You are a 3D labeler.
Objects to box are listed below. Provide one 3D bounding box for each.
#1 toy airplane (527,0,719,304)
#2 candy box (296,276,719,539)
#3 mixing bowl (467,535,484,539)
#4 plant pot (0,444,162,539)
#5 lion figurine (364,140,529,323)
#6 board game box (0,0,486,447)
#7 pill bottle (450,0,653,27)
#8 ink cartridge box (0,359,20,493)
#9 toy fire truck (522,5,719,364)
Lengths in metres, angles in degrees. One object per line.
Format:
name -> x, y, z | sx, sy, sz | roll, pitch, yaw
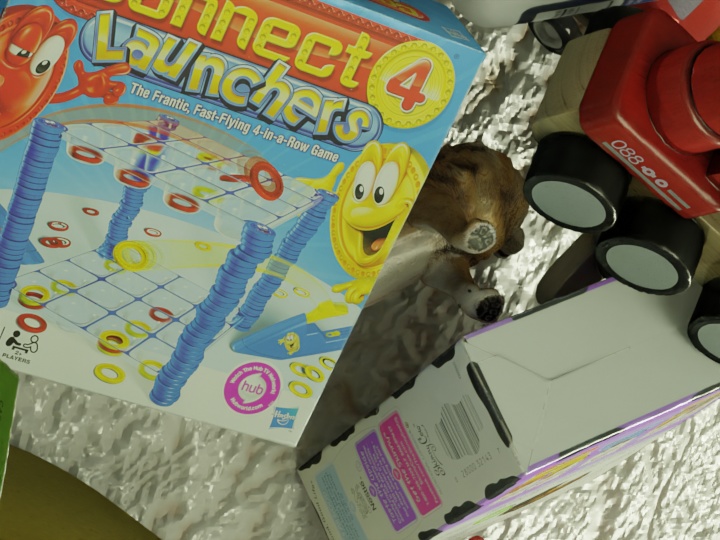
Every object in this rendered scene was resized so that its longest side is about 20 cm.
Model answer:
toy airplane -> 0.181, -0.070, 1.168 | 0.198, 0.141, 0.202 | 1, 108, -43
candy box -> 0.085, 0.073, 1.132 | 0.167, 0.072, 0.200 | -20, 167, -32
mixing bowl -> 0.074, 0.252, 1.199 | 0.200, 0.108, 0.202 | 20, 90, -74
plant pot -> -0.149, 0.188, 1.005 | 0.199, 0.195, 0.195 | 10, 105, -51
lion figurine -> 0.000, 0.000, 1.098 | 0.199, 0.123, 0.073 | -21, 117, -11
board game box -> -0.079, -0.044, 0.942 | 0.199, 0.056, 0.197 | 17, 111, -25
pill bottle -> 0.091, -0.172, 1.034 | 0.198, 0.111, 0.112 | -11, 121, -8
ink cartridge box -> -0.217, 0.066, 0.870 | 0.075, 0.200, 0.149 | -1, 112, -38
toy fire truck -> 0.200, -0.060, 0.986 | 0.176, 0.199, 0.129 | 39, 61, -25
